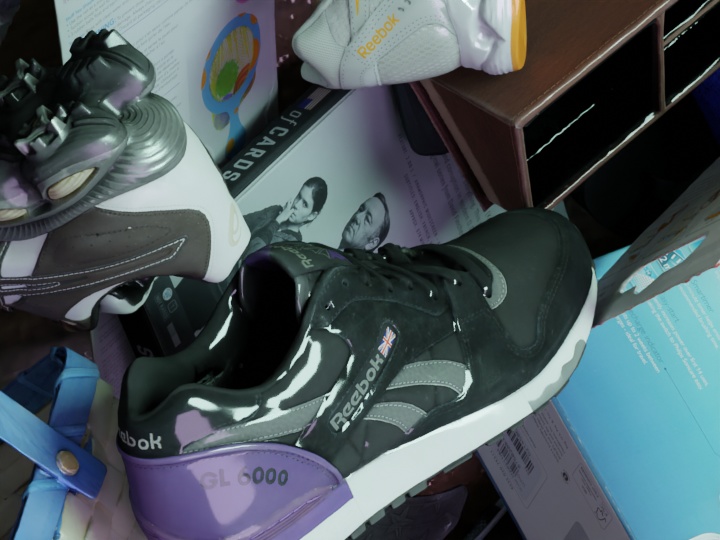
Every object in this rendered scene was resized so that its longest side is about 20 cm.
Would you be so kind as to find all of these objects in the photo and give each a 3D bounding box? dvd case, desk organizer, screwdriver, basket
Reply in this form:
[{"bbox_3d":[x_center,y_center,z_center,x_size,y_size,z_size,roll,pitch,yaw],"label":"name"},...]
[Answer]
[{"bbox_3d":[0.000,0.000,1.065,0.200,0.025,0.151,-44,132,-29],"label":"dvd case"},{"bbox_3d":[0.121,-0.097,1.005,0.200,0.077,0.072,-39,123,-10],"label":"desk organizer"},{"bbox_3d":[0.005,-0.136,1.009,0.029,0.028,0.201,-19,105,-7],"label":"screwdriver"},{"bbox_3d":[-0.151,0.100,0.960,0.199,0.140,0.176,34,132,-26],"label":"basket"}]

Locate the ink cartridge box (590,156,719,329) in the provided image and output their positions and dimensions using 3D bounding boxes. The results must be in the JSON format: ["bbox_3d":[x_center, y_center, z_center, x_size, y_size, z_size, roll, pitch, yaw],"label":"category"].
[{"bbox_3d":[0.168,-0.036,0.986,0.050,0.162,0.200,45,69,-4],"label":"ink cartridge box"}]

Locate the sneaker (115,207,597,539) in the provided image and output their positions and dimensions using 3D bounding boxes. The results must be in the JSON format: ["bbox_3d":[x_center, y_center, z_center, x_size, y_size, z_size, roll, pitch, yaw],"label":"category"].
[{"bbox_3d":[0.004,0.021,0.926,0.200,0.075,0.088,-39,127,-32],"label":"sneaker"}]

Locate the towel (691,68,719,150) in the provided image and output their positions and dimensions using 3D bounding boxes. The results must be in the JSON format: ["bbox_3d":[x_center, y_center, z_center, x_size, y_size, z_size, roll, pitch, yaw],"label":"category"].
[{"bbox_3d":[0.163,-0.145,1.081,0.148,0.049,0.200,-46,125,-14],"label":"towel"}]

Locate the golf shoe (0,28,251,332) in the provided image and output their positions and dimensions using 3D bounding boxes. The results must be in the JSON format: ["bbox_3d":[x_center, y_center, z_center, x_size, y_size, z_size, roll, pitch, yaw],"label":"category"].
[{"bbox_3d":[-0.119,-0.010,0.931,0.094,0.199,0.078,44,57,-28],"label":"golf shoe"}]

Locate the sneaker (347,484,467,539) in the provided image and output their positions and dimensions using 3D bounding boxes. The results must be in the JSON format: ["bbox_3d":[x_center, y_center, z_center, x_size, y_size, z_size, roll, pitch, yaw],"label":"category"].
[{"bbox_3d":[-0.054,0.101,1.115,0.199,0.060,0.105,20,103,-39],"label":"sneaker"}]

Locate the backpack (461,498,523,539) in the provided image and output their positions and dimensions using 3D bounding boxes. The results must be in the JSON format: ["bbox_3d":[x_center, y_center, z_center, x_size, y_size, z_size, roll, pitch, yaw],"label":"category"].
[{"bbox_3d":[0.123,0.160,1.173,0.200,0.177,0.150,-53,150,1],"label":"backpack"}]

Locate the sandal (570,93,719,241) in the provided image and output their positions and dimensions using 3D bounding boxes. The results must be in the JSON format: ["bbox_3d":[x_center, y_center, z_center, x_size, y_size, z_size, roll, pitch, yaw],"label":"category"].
[{"bbox_3d":[0.172,-0.033,1.173,0.199,0.043,0.076,12,110,-34],"label":"sandal"}]

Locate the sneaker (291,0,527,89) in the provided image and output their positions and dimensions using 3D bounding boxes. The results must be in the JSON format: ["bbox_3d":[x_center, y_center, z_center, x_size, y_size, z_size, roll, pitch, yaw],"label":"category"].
[{"bbox_3d":[-0.007,-0.156,0.950,0.091,0.076,0.201,-14,85,4],"label":"sneaker"}]

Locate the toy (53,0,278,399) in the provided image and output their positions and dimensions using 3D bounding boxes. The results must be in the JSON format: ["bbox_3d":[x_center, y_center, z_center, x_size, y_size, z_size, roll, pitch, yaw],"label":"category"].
[{"bbox_3d":[-0.078,-0.058,1.007,0.115,0.047,0.201,-45,142,-39],"label":"toy"}]

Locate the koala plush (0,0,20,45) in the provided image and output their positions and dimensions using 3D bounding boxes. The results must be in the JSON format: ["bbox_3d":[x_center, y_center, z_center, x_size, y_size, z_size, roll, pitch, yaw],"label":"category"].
[{"bbox_3d":[-0.156,-0.125,0.874,0.199,0.184,0.178,-23,147,-48],"label":"koala plush"}]

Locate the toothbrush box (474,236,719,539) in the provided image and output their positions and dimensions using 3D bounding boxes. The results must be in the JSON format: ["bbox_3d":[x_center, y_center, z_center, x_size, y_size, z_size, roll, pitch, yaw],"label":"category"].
[{"bbox_3d":[0.156,0.056,1.081,0.199,0.147,0.085,-22,159,-23],"label":"toothbrush box"}]
